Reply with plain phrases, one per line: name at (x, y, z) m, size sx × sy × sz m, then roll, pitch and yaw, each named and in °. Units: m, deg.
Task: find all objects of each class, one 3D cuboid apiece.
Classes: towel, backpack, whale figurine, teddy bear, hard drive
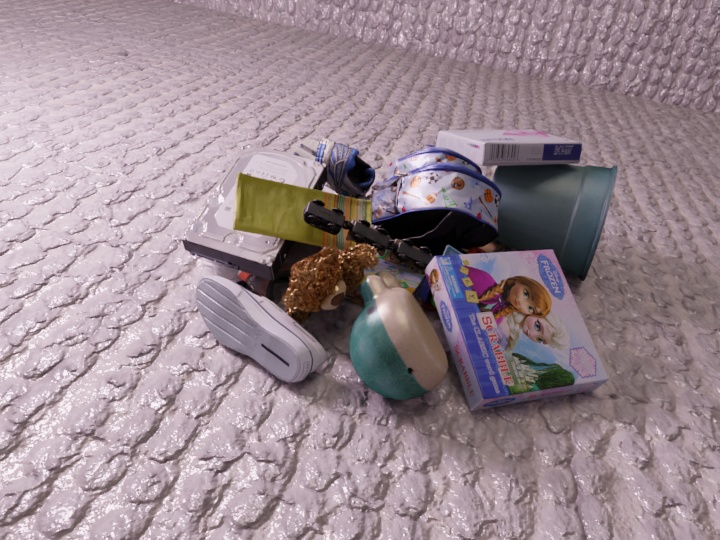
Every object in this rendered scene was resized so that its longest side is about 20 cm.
towel at (-0.074, -0.076, 0.913) m, size 0.197 × 0.018 × 0.087 m, roll 10°, pitch 61°, yaw -23°
backpack at (0.126, -0.100, 1.054) m, size 0.198 × 0.157 × 0.189 m, roll 14°, pitch -9°, yaw -37°
whale figurine at (0.035, 0.078, 0.842) m, size 0.103 × 0.160 × 0.201 m, roll -32°, pitch 25°, yaw 8°
teddy bear at (-0.039, 0.021, 0.881) m, size 0.143 × 0.200 × 0.068 m, roll -26°, pitch 83°, yaw -13°
hard drive at (-0.145, -0.090, 0.949) m, size 0.137 × 0.038 × 0.202 m, roll 17°, pitch 56°, yaw 13°

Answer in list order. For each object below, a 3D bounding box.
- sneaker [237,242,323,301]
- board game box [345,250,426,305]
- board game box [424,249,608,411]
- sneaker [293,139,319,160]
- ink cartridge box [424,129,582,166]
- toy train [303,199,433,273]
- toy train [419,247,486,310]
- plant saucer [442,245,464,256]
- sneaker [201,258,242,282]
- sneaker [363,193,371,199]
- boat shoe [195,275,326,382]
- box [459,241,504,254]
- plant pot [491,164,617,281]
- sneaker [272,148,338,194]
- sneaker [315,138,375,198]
sneaker at (-0.085, -0.024, 0.985) m, size 0.199 × 0.077 × 0.082 m, roll -39°, pitch 87°, yaw -25°
board game box at (0.000, 0.000, 1.048) m, size 0.197 × 0.035 × 0.134 m, roll 19°, pitch 29°, yaw 15°
board game box at (0.204, 0.070, 0.887) m, size 0.196 × 0.041 × 0.203 m, roll -4°, pitch 61°, yaw -24°
sneaker at (-0.123, -0.127, 1.193) m, size 0.080 × 0.116 × 0.201 m, roll 32°, pitch 64°, yaw 5°
ink cartridge box at (0.238, -0.217, 1.150) m, size 0.193 × 0.044 × 0.200 m, roll -6°, pitch 22°, yaw -23°
toy train at (0.013, -0.042, 0.908) m, size 0.197 × 0.046 × 0.035 m, roll 23°, pitch 70°, yaw -13°
toy train at (0.195, 0.030, 1.018) m, size 0.198 × 0.086 × 0.116 m, roll -15°, pitch 47°, yaw -38°
plant saucer at (0.193, 0.041, 0.945) m, size 0.198 × 0.019 × 0.070 m, roll 32°, pitch 44°, yaw 0°
sneaker at (-0.157, -0.053, 1.018) m, size 0.077 × 0.101 × 0.199 m, roll 14°, pitch 26°, yaw 30°
sneaker at (0.021, -0.101, 1.164) m, size 0.197 × 0.088 × 0.081 m, roll -13°, pitch 31°, yaw -15°
boat shoe at (-0.128, 0.074, 0.854) m, size 0.199 × 0.074 × 0.066 m, roll 38°, pitch 23°, yaw 26°
box at (0.196, -0.078, 1.265) m, size 0.162 × 0.022 × 0.199 m, roll 25°, pitch 31°, yaw 23°
plant pot at (0.322, -0.107, 1.174) m, size 0.193 × 0.203 × 0.200 m, roll 17°, pitch 29°, yaw 15°
sneaker at (-0.086, -0.107, 1.098) m, size 0.199 × 0.081 × 0.074 m, roll 37°, pitch -5°, yaw 7°
sneaker at (-0.013, -0.150, 1.180) m, size 0.084 × 0.200 × 0.078 m, roll 9°, pitch 69°, yaw 22°
